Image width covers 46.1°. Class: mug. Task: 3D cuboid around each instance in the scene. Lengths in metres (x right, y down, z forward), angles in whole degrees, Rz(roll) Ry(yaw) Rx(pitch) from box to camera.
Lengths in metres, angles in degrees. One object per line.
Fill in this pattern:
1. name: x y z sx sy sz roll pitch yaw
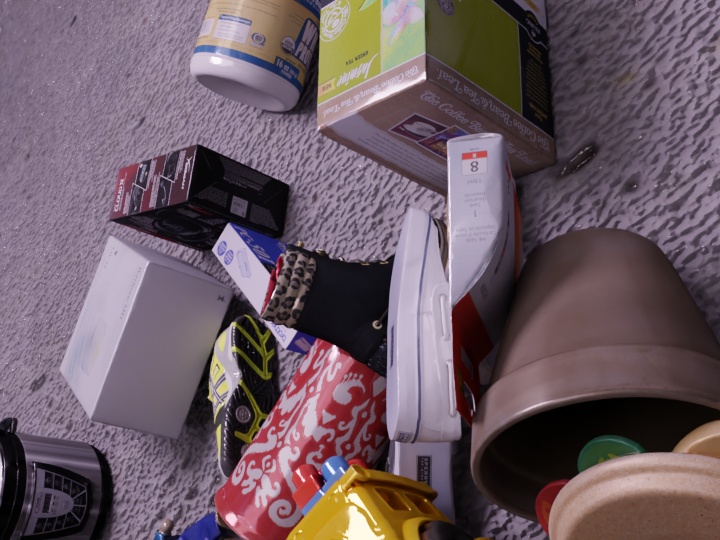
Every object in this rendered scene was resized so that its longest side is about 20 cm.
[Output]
1. mug: -0.051 0.160 0.849 0.177 0.133 0.201 34 97 44

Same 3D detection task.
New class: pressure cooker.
1. pressure cooker: -0.471 0.314 1.164 0.179 0.200 0.176 -54 44 16

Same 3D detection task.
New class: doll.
1. doll: -0.209 0.354 0.994 0.200 0.048 0.137 -38 51 30

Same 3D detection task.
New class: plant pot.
1. plant pot: 0.181 0.071 0.622 0.200 0.200 0.174 -29 39 35

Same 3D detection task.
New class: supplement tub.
1. supplement tub: -0.123 -0.321 1.087 0.144 0.144 0.201 14 85 47

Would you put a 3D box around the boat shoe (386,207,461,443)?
1. boat shoe: 0.059 0.045 0.710 0.074 0.065 0.201 116 159 -72

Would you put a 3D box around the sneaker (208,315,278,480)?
1. sneaker: -0.140 0.155 0.990 0.076 0.075 0.201 -37 41 40

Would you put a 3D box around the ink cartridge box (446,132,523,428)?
1. ink cartridge box: 0.102 0.020 0.651 0.050 0.162 0.201 -7 69 13

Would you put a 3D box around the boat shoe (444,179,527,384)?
1. boat shoe: 0.120 0.002 0.774 0.069 0.071 0.201 -15 66 34

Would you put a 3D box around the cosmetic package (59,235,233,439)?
1. cosmetic package: -0.281 0.080 1.090 0.200 0.123 0.200 21 90 57

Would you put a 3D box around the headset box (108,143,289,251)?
1. headset box: -0.214 -0.086 1.090 0.199 0.148 0.078 -5 71 45

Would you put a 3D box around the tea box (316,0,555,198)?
1. tea box: 0.074 -0.201 0.801 0.133 0.200 0.198 -17 63 40

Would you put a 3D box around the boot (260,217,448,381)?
1. boot: 0.000 0.000 0.799 0.074 0.153 0.204 123 167 -46

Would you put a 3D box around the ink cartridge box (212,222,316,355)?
1. ink cartridge box: -0.084 0.024 0.956 0.044 0.094 0.200 -57 44 13

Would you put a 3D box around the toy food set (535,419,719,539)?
1. toy food set: 0.215 0.180 0.548 0.197 0.200 0.049 -14 28 35

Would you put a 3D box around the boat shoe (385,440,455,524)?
1. boat shoe: 0.050 0.194 0.776 0.066 0.070 0.201 -77 -12 -82

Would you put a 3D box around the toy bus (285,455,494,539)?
1. toy bus: 0.030 0.228 0.679 0.136 0.200 0.192 -51 47 11
